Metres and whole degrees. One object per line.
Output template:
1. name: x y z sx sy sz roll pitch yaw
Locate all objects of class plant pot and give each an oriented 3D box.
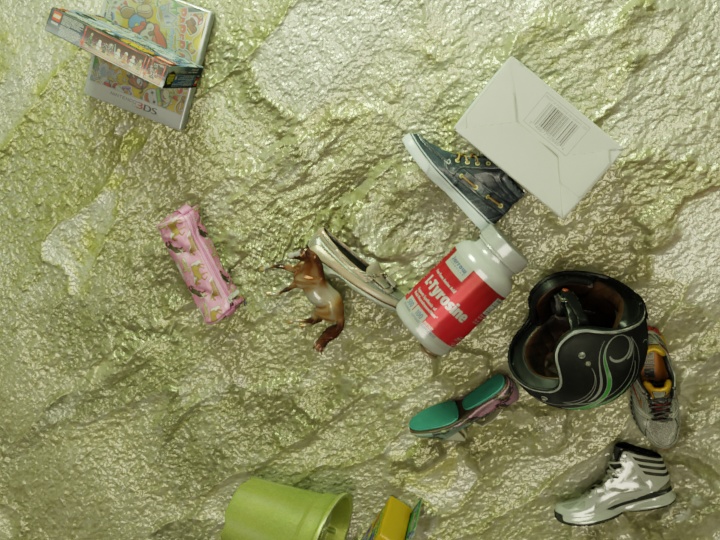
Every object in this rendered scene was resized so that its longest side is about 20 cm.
1. plant pot: -0.137 0.458 1.395 0.184 0.200 0.201 17 108 19

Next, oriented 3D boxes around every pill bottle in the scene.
1. pill bottle: 0.160 0.027 1.225 0.112 0.112 0.200 44 102 -3

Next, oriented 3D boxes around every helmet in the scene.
1. helmet: 0.331 0.117 1.202 0.199 0.200 0.191 11 127 8

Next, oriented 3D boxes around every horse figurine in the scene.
1. horse figurine: -0.082 0.045 1.305 0.132 0.050 0.200 -16 118 32

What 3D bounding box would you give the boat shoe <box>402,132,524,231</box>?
1. boat shoe: 0.161 -0.160 1.226 0.200 0.071 0.091 44 107 -10

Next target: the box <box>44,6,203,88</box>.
1. box: -0.358 -0.340 1.214 0.200 0.137 0.040 27 106 3

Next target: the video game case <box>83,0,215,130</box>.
1. video game case: -0.348 -0.354 1.292 0.182 0.023 0.201 21 107 4

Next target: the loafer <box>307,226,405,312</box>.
1. loafer: 0.000 0.000 1.298 0.200 0.072 0.063 30 101 5

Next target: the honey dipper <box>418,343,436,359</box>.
1. honey dipper: 0.168 0.060 1.299 0.038 0.038 0.200 36 105 0

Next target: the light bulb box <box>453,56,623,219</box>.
1. light bulb box: 0.248 -0.194 1.127 0.198 0.200 0.125 39 107 -1

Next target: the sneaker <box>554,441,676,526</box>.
1. sneaker: 0.412 0.348 1.318 0.200 0.076 0.116 -16 93 6

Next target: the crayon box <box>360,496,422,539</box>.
1. crayon box: 0.031 0.489 1.390 0.052 0.126 0.200 33 108 1

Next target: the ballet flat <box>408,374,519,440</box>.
1. ballet flat: 0.180 0.245 1.334 0.200 0.069 0.071 -31 117 16

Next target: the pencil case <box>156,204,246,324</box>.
1. pencil case: -0.270 -0.011 1.337 0.086 0.083 0.200 -24 98 17

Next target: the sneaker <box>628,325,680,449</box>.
1. sneaker: 0.463 0.194 1.252 0.078 0.082 0.201 -13 102 14
